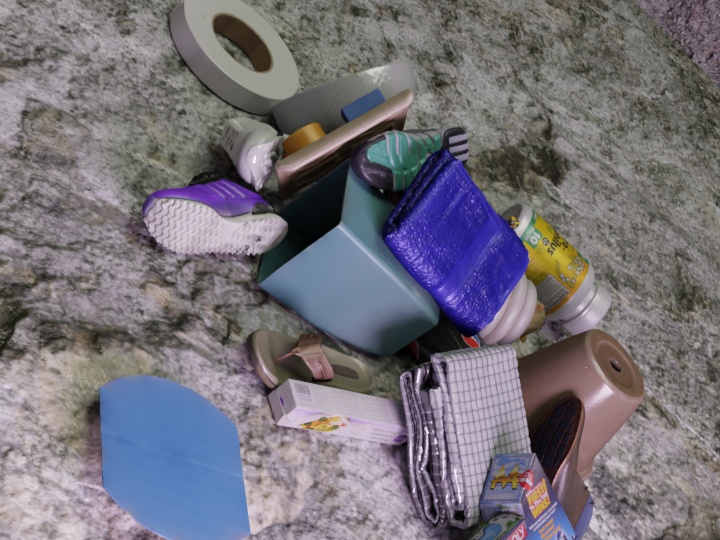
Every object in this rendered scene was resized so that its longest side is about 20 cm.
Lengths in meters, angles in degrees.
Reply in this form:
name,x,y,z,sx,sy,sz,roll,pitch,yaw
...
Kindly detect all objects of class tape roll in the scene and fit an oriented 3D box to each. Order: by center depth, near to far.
name,x,y,z,sx,sy,sz,roll,pitch,yaw
tape roll,-0.172,-0.303,1.887,0.202,0.037,0.203,32,35,-26

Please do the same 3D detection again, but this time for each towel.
name,x,y,z,sx,sy,sz,roll,pitch,yaw
towel,0.121,0.191,1.618,0.165,0.085,0.201,-7,87,-53
towel,0.122,-0.032,1.655,0.200,0.049,0.148,47,64,-32

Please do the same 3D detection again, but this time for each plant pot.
name,x,y,z,sx,sy,sz,roll,pitch,yaw
plant pot,0.000,0.000,1.679,0.200,0.141,0.142,41,31,-24
plant pot,0.274,0.169,1.800,0.200,0.175,0.201,34,33,-25

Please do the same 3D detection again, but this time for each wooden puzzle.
name,x,y,z,sx,sy,sz,roll,pitch,yaw
wooden puzzle,-0.028,-0.164,1.695,0.046,0.185,0.200,60,-6,3

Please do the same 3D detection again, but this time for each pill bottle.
name,x,y,z,sx,sy,sz,roll,pitch,yaw
pill bottle,0.277,0.003,2.049,0.200,0.113,0.113,41,31,-13

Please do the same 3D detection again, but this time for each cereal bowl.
name,x,y,z,sx,sy,sz,roll,pitch,yaw
cereal bowl,-0.014,-0.212,1.849,0.200,0.199,0.084,-25,97,-59

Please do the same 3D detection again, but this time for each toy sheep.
name,x,y,z,sx,sy,sz,roll,pitch,yaw
toy sheep,0.165,0.033,1.864,0.199,0.138,0.138,21,38,-16

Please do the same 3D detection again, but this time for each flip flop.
name,x,y,z,sx,sy,sz,roll,pitch,yaw
flip flop,-0.051,0.103,1.568,0.199,0.058,0.081,18,42,-41

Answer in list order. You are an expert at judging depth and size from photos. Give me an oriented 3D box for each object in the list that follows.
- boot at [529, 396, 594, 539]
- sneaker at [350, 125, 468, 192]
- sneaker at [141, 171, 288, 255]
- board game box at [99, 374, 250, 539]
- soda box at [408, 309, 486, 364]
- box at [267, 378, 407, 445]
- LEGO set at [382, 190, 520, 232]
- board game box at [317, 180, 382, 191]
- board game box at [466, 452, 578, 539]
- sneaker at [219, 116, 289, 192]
name,x,y,z,sx,sy,sz,roll,pitch,yaw
boot,0.248,0.262,1.705,0.097,0.075,0.201,35,73,-39
sneaker,0.044,-0.140,1.713,0.199,0.087,0.075,-11,103,-45
sneaker,-0.184,-0.075,1.596,0.200,0.070,0.100,9,38,-48
board game box,-0.188,0.190,1.317,0.157,0.039,0.201,22,35,-30
soda box,0.100,0.077,1.778,0.063,0.071,0.201,-7,61,-56
box,-0.017,0.163,1.563,0.199,0.039,0.042,15,45,-43
LEGO set,0.115,-0.080,1.792,0.153,0.117,0.200,2,13,-25
board game box,0.025,-0.087,1.908,0.200,0.029,0.134,52,30,4
board game box,0.175,0.318,1.542,0.200,0.061,0.201,-29,105,-47
sneaker,-0.139,-0.151,1.695,0.080,0.077,0.200,31,6,-4
